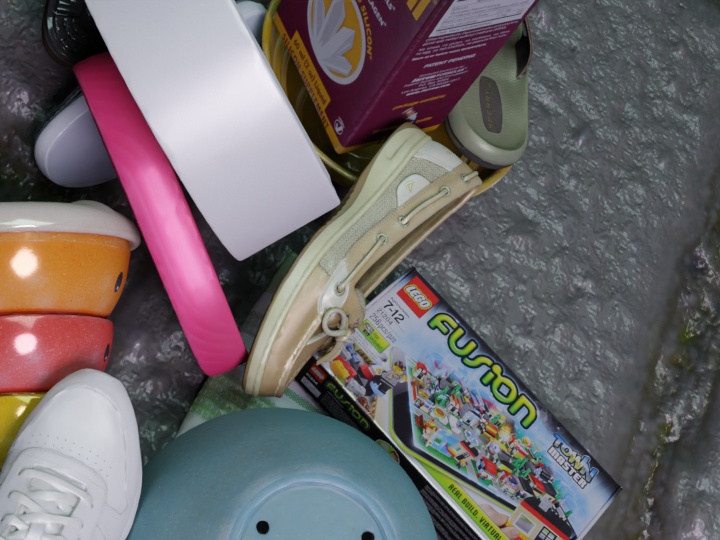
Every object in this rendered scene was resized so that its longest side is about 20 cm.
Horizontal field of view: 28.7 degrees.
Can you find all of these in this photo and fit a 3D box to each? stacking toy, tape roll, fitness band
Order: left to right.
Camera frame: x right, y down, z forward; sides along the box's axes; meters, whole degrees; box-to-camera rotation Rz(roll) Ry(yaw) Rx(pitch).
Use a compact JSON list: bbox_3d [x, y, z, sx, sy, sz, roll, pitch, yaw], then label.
[{"bbox_3d":[-0.194,0.066,0.795,0.145,0.146,0.203,-1,84,-25],"label":"stacking toy"},{"bbox_3d":[-0.118,-0.033,0.834,0.037,0.144,0.202,-23,102,-5],"label":"fitness band"},{"bbox_3d":[-0.087,-0.109,0.805,0.070,0.203,0.204,-29,76,0],"label":"tape roll"}]

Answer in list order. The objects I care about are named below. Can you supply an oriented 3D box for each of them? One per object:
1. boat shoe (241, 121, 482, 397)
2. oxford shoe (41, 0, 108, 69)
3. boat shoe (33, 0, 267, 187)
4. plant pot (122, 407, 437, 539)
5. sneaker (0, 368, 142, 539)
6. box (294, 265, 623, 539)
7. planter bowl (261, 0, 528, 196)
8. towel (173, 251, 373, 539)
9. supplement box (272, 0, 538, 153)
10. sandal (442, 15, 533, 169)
[{"bbox_3d":[0.000,0.000,0.850,0.063,0.073,0.201,33,64,6],"label":"boat shoe"},{"bbox_3d":[-0.171,-0.189,0.942,0.073,0.084,0.201,41,38,-20],"label":"oxford shoe"},{"bbox_3d":[-0.146,-0.130,0.938,0.066,0.070,0.200,34,61,29],"label":"boat shoe"},{"bbox_3d":[-0.038,0.165,0.760,0.198,0.135,0.203,4,74,-13],"label":"plant pot"},{"bbox_3d":[-0.158,0.146,0.702,0.074,0.100,0.202,20,75,-8],"label":"sneaker"},{"bbox_3d":[0.063,0.103,0.896,0.200,0.035,0.110,46,53,6],"label":"box"},{"bbox_3d":[0.013,-0.117,0.990,0.198,0.084,0.203,10,60,-19],"label":"planter bowl"},{"bbox_3d":[-0.027,0.095,0.892,0.148,0.031,0.201,33,55,-7],"label":"towel"},{"bbox_3d":[0.032,-0.173,0.855,0.085,0.200,0.111,-17,72,-30],"label":"supplement box"},{"bbox_3d":[0.090,-0.166,0.965,0.079,0.057,0.203,4,63,-23],"label":"sandal"}]
